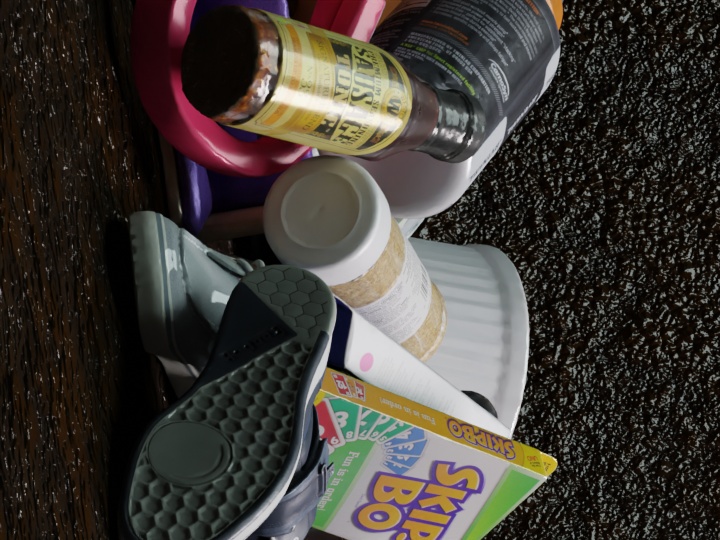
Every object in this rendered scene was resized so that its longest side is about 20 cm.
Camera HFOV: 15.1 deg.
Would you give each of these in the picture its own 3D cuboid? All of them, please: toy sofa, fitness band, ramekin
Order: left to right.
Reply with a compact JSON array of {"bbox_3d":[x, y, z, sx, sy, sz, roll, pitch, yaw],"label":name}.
[{"bbox_3d":[-0.078,-0.120,1.585,0.098,0.082,0.201,-48,129,-85],"label":"toy sofa"},{"bbox_3d":[-0.056,-0.148,1.507,0.144,0.037,0.201,45,59,-39],"label":"fitness band"},{"bbox_3d":[0.028,0.070,1.914,0.200,0.097,0.202,-40,-137,52],"label":"ramekin"}]

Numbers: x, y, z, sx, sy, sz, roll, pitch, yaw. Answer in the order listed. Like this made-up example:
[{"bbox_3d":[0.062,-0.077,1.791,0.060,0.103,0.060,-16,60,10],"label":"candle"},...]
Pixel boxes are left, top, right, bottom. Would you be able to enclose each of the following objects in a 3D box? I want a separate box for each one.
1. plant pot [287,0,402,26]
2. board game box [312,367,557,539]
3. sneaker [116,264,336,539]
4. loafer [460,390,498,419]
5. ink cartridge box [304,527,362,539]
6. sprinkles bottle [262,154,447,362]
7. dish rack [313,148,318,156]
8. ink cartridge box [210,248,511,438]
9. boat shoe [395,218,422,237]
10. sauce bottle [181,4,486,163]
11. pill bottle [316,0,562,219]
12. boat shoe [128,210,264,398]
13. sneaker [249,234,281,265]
[{"bbox_3d":[-0.027,-0.211,1.720,0.201,0.139,0.200,-60,169,-18],"label":"plant pot"},{"bbox_3d":[0.012,0.111,1.508,0.199,0.096,0.030,21,37,-36],"label":"board game box"},{"bbox_3d":[-0.066,0.113,1.340,0.203,0.077,0.147,-60,166,-48],"label":"sneaker"},{"bbox_3d":[0.026,0.133,1.778,0.073,0.200,0.072,48,38,-2],"label":"loafer"},{"bbox_3d":[-0.026,0.177,1.641,0.200,0.082,0.147,-90,170,-58],"label":"ink cartridge box"},{"bbox_3d":[0.000,0.000,1.563,0.200,0.068,0.069,56,25,-67],"label":"sprinkles bottle"},{"bbox_3d":[-0.041,-0.085,1.828,0.172,0.043,0.200,64,18,-2],"label":"dish rack"},{"bbox_3d":[-0.004,0.053,1.552,0.200,0.094,0.037,41,73,-44],"label":"ink cartridge box"},{"bbox_3d":[0.013,-0.054,1.735,0.072,0.070,0.201,-51,178,35],"label":"boat shoe"},{"bbox_3d":[-0.008,-0.096,1.476,0.199,0.066,0.066,9,68,-47],"label":"sauce bottle"},{"bbox_3d":[0.058,-0.123,1.673,0.200,0.106,0.107,-50,136,-49],"label":"pill bottle"},{"bbox_3d":[-0.075,0.018,1.427,0.201,0.071,0.070,70,12,-68],"label":"boat shoe"},{"bbox_3d":[-0.046,0.040,1.824,0.096,0.079,0.201,54,18,-48],"label":"sneaker"}]
